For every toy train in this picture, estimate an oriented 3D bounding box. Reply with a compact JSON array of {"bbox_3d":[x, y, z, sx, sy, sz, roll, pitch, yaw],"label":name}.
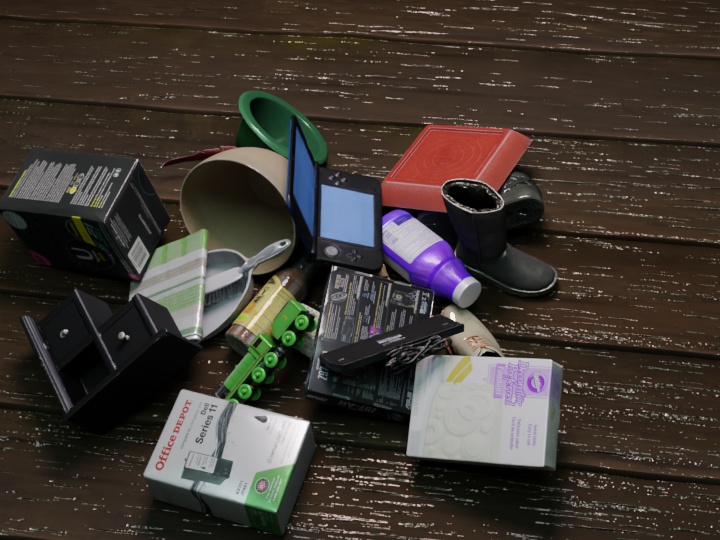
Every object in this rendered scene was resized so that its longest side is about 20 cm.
[{"bbox_3d":[-0.140,0.127,1.676,0.056,0.042,0.200,43,98,22],"label":"toy train"}]

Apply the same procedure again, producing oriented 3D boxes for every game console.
[{"bbox_3d":[-0.037,-0.114,1.729,0.170,0.118,0.200,10,47,-12],"label":"game console"}]

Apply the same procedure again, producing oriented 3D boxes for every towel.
[{"bbox_3d":[-0.293,0.043,1.770,0.149,0.031,0.200,-19,50,24],"label":"towel"}]

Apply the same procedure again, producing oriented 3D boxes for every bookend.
[{"bbox_3d":[-0.365,0.093,1.688,0.200,0.092,0.199,-39,59,9],"label":"bookend"}]

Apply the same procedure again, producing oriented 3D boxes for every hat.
[{"bbox_3d":[-0.181,-0.188,1.947,0.200,0.176,0.166,42,28,4],"label":"hat"}]

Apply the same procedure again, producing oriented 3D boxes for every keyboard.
[{"bbox_3d":[0.050,0.115,1.616,0.200,0.040,0.104,-18,16,-19],"label":"keyboard"}]

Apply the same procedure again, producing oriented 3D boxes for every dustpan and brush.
[{"bbox_3d":[-0.188,0.008,1.767,0.200,0.057,0.140,-24,58,6],"label":"dustpan and brush"}]

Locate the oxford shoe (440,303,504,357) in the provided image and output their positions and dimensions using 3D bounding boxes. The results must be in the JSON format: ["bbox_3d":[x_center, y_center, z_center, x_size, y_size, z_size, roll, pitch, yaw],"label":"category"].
[{"bbox_3d":[0.177,0.117,1.685,0.071,0.074,0.200,-25,58,-12],"label":"oxford shoe"}]

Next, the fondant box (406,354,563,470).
[{"bbox_3d":[0.170,0.192,1.586,0.199,0.058,0.145,0,75,26],"label":"fondant box"}]

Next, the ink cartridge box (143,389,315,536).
[{"bbox_3d":[-0.180,0.264,1.610,0.199,0.083,0.147,12,57,13],"label":"ink cartridge box"}]

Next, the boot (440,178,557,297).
[{"bbox_3d":[0.208,-0.050,1.719,0.181,0.200,0.073,14,58,13],"label":"boot"}]

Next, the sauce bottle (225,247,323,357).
[{"bbox_3d":[-0.124,0.045,1.765,0.065,0.065,0.200,28,61,21],"label":"sauce bottle"}]

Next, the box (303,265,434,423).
[{"bbox_3d":[0.014,0.106,1.676,0.160,0.044,0.201,13,63,-7],"label":"box"}]

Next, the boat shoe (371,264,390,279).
[{"bbox_3d":[0.000,0.000,1.780,0.074,0.069,0.200,-29,59,-15],"label":"boat shoe"}]

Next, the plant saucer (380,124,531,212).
[{"bbox_3d":[0.143,-0.170,1.848,0.200,0.037,0.200,9,46,33],"label":"plant saucer"}]

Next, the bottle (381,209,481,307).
[{"bbox_3d":[0.100,-0.015,1.771,0.083,0.065,0.200,-35,52,-21],"label":"bottle"}]

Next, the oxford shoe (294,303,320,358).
[{"bbox_3d":[-0.035,0.122,1.714,0.200,0.058,0.075,35,58,8],"label":"oxford shoe"}]

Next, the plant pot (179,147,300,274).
[{"bbox_3d":[-0.162,-0.112,1.813,0.200,0.201,0.135,18,37,16],"label":"plant pot"}]

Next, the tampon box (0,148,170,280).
[{"bbox_3d":[-0.428,-0.088,1.806,0.199,0.150,0.126,7,56,22],"label":"tampon box"}]

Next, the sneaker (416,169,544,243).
[{"bbox_3d":[0.188,-0.108,1.841,0.199,0.076,0.114,-15,34,12],"label":"sneaker"}]
